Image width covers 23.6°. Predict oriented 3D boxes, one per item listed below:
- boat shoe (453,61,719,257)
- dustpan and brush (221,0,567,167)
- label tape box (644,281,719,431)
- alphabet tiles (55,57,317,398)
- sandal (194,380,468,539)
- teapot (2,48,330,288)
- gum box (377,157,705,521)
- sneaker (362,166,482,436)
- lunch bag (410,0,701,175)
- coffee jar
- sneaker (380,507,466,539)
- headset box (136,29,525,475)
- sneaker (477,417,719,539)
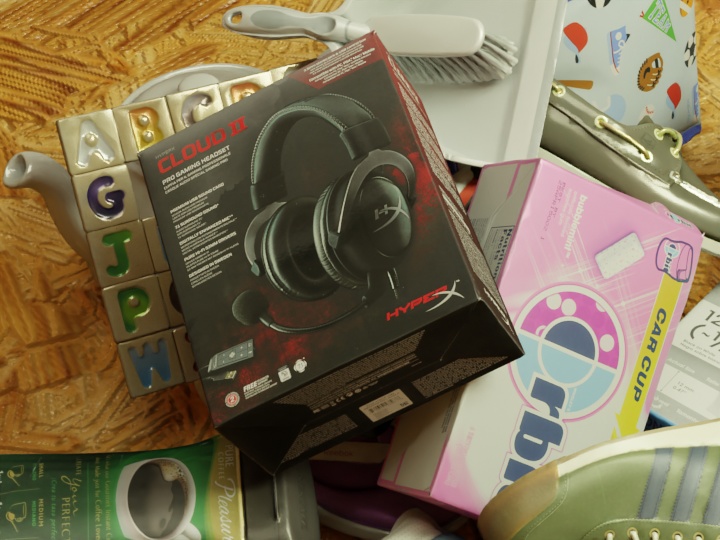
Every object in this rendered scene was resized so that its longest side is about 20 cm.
[{"bbox_3d":[0.155,-0.067,1.024,0.202,0.072,0.060,27,94,5],"label":"boat shoe"},{"bbox_3d":[0.013,-0.136,1.013,0.200,0.057,0.140,7,81,30],"label":"dustpan and brush"},{"bbox_3d":[0.258,0.065,1.009,0.143,0.066,0.200,30,55,29],"label":"label tape box"},{"bbox_3d":[-0.065,-0.031,1.029,0.200,0.167,0.008,-16,4,-20],"label":"alphabet tiles"},{"bbox_3d":[-0.024,0.093,1.005,0.203,0.050,0.082,30,53,28],"label":"sandal"},{"bbox_3d":[-0.090,-0.065,1.099,0.197,0.146,0.200,13,46,15],"label":"teapot"},{"bbox_3d":[0.100,0.043,0.937,0.113,0.066,0.200,23,81,-23],"label":"gum box"},{"bbox_3d":[0.000,0.000,0.999,0.108,0.067,0.201,16,54,21],"label":"sneaker"},{"bbox_3d":[0.118,-0.131,1.132,0.200,0.170,0.124,-35,40,-28],"label":"lunch bag"},{"bbox_3d":[-0.122,0.145,0.930,0.200,0.085,0.104,-5,52,-1],"label":"coffee jar"},{"bbox_3d":[0.077,0.170,0.900,0.200,0.081,0.147,-19,51,-8],"label":"sneaker"},{"bbox_3d":[-0.022,-0.018,0.902,0.149,0.077,0.200,-25,58,10],"label":"headset box"},{"bbox_3d":[0.167,0.129,0.862,0.200,0.067,0.090,-13,49,-16],"label":"sneaker"}]
